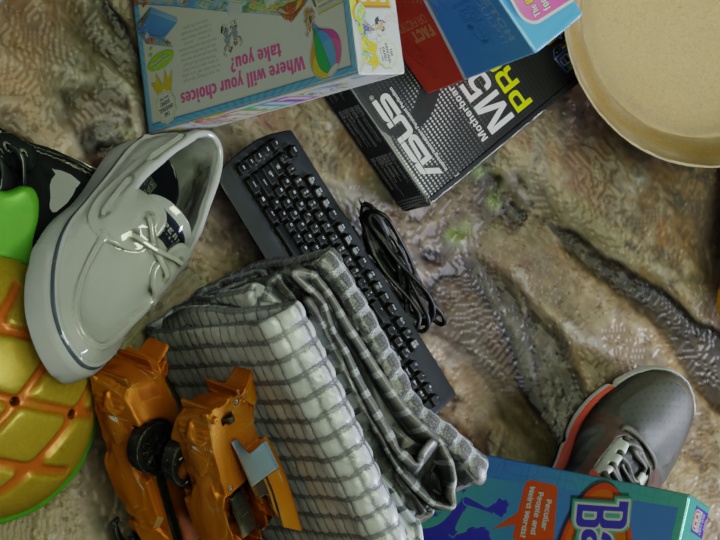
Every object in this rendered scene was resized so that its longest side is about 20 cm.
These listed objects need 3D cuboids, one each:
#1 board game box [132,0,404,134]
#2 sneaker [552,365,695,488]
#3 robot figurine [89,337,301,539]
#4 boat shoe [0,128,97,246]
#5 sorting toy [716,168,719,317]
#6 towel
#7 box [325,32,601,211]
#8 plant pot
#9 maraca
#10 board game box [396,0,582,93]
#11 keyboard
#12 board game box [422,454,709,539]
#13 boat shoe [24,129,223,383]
[{"bbox_3d":[-0.060,-0.159,1.238,0.034,0.199,0.136,-5,87,-40],"label":"board game box"},{"bbox_3d":[0.154,0.140,1.364,0.077,0.082,0.200,47,70,-12],"label":"sneaker"},{"bbox_3d":[-0.081,0.141,1.217,0.058,0.144,0.201,-38,129,-35],"label":"robot figurine"},{"bbox_3d":[-0.221,-0.048,1.231,0.198,0.066,0.075,15,78,-21],"label":"boat shoe"},{"bbox_3d":[0.334,-0.013,1.453,0.179,0.107,0.202,19,66,-33],"label":"sorting toy"},{"bbox_3d":[-0.027,0.074,1.230,0.085,0.200,0.166,-32,98,-23],"label":"towel"},{"bbox_3d":[0.036,-0.164,1.363,0.160,0.044,0.201,-38,100,-22],"label":"box"},{"bbox_3d":[0.218,-0.166,1.374,0.198,0.027,0.202,-2,98,-12],"label":"plant pot"},{"bbox_3d":[-0.212,0.043,1.196,0.136,0.107,0.202,-21,107,-29],"label":"maraca"},{"bbox_3d":[0.026,-0.205,1.256,0.040,0.153,0.201,-39,100,-20],"label":"board game box"},{"bbox_3d":[0.000,0.000,1.315,0.201,0.039,0.104,58,41,-10],"label":"keyboard"},{"bbox_3d":[0.091,0.190,1.282,0.045,0.198,0.153,35,66,-60],"label":"board game box"},{"bbox_3d":[-0.126,-0.018,1.207,0.074,0.065,0.201,55,31,-29],"label":"boat shoe"}]
